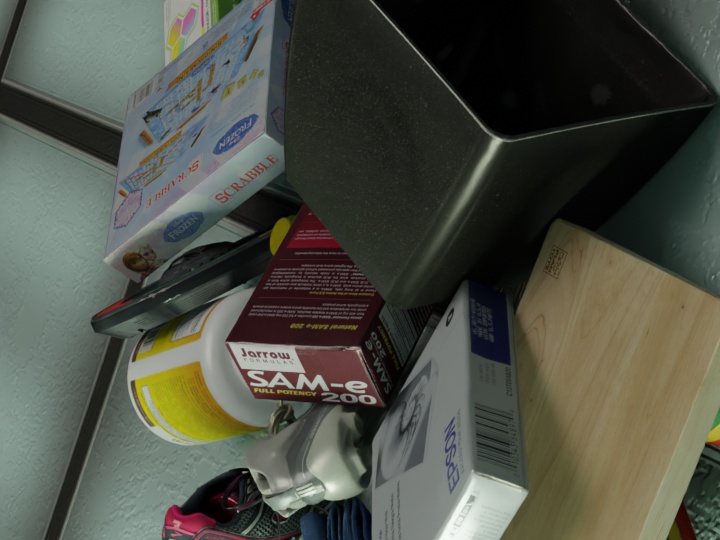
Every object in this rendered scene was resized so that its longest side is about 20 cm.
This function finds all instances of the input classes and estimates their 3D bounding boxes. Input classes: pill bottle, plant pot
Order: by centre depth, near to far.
[{"bbox_3d":[0.065,-0.093,1.297,0.200,0.199,0.178,51,134,28],"label":"plant pot"},{"bbox_3d":[-0.099,0.075,1.631,0.200,0.109,0.110,-19,59,58],"label":"pill bottle"}]

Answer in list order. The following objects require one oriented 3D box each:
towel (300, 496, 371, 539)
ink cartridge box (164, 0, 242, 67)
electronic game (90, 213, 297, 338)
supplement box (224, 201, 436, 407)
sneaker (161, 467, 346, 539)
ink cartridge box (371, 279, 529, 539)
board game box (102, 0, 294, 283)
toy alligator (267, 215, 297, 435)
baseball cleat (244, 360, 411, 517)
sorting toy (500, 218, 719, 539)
[{"bbox_3d":[0.014,0.250,1.341,0.048,0.112,0.200,-24,43,7],"label":"towel"},{"bbox_3d":[-0.150,-0.185,1.909,0.200,0.075,0.148,-45,38,40],"label":"ink cartridge box"},{"bbox_3d":[-0.128,0.002,1.673,0.200,0.200,0.042,-19,99,57],"label":"electronic game"},{"bbox_3d":[0.000,0.000,1.419,0.108,0.061,0.200,2,45,31],"label":"supplement box"},{"bbox_3d":[-0.069,0.168,1.467,0.080,0.200,0.075,9,117,28],"label":"sneaker"},{"bbox_3d":[0.039,0.138,1.245,0.200,0.040,0.201,-89,21,-58],"label":"ink cartridge box"},{"bbox_3d":[-0.124,-0.117,1.678,0.200,0.041,0.200,-35,35,33],"label":"board game box"},{"bbox_3d":[-0.050,0.028,1.523,0.054,0.059,0.201,10,88,61],"label":"toy alligator"},{"bbox_3d":[-0.026,0.105,1.430,0.106,0.070,0.200,-21,12,17],"label":"baseball cleat"},{"bbox_3d":[0.151,0.095,1.203,0.199,0.069,0.201,34,104,62],"label":"sorting toy"}]
